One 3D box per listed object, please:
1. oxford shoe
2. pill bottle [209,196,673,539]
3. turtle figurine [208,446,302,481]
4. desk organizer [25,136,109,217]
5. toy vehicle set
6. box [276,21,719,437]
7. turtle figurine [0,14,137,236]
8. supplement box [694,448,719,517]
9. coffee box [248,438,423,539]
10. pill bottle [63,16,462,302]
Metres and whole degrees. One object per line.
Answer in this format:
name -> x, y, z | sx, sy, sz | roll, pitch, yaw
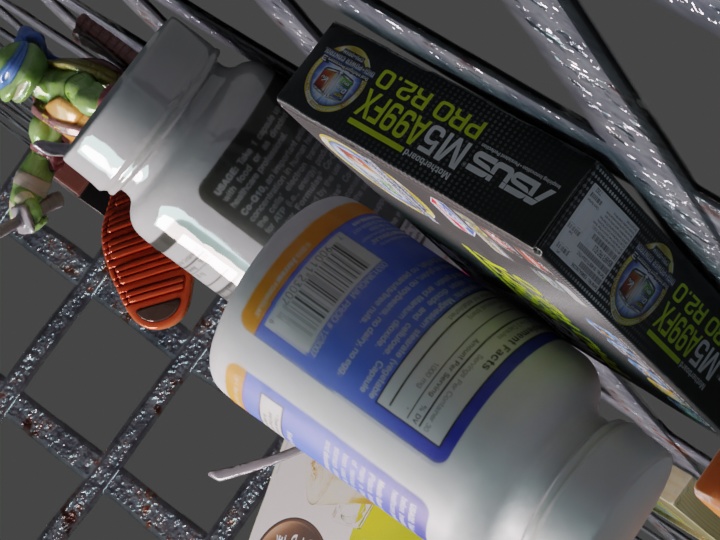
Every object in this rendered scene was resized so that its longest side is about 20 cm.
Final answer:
oxford shoe -> -0.140, -0.043, 1.695 | 0.073, 0.071, 0.200 | 56, -156, -61
pill bottle -> 0.039, 0.062, 1.102 | 0.200, 0.112, 0.112 | 35, 175, 19
turtle figurine -> 0.035, 0.086, 1.653 | 0.194, 0.200, 0.144 | 23, -175, 30
desk organizer -> -0.243, -0.088, 2.476 | 0.200, 0.077, 0.072 | 37, 176, -7
toy vehicle set -> 0.222, 0.162, 1.869 | 0.124, 0.027, 0.200 | 39, 174, -37
box -> 0.076, -0.014, 1.020 | 0.160, 0.044, 0.200 | 32, 174, 40
turtle figurine -> -0.160, -0.053, 1.546 | 0.194, 0.144, 0.200 | 23, -150, -24
supplement box -> 0.251, 0.139, 1.155 | 0.200, 0.069, 0.067 | 41, 174, -33
coffee box -> 0.053, 0.215, 1.843 | 0.198, 0.200, 0.200 | 16, 174, 42
pill bottle -> -0.048, -0.038, 1.274 | 0.200, 0.114, 0.114 | 37, 176, -9
